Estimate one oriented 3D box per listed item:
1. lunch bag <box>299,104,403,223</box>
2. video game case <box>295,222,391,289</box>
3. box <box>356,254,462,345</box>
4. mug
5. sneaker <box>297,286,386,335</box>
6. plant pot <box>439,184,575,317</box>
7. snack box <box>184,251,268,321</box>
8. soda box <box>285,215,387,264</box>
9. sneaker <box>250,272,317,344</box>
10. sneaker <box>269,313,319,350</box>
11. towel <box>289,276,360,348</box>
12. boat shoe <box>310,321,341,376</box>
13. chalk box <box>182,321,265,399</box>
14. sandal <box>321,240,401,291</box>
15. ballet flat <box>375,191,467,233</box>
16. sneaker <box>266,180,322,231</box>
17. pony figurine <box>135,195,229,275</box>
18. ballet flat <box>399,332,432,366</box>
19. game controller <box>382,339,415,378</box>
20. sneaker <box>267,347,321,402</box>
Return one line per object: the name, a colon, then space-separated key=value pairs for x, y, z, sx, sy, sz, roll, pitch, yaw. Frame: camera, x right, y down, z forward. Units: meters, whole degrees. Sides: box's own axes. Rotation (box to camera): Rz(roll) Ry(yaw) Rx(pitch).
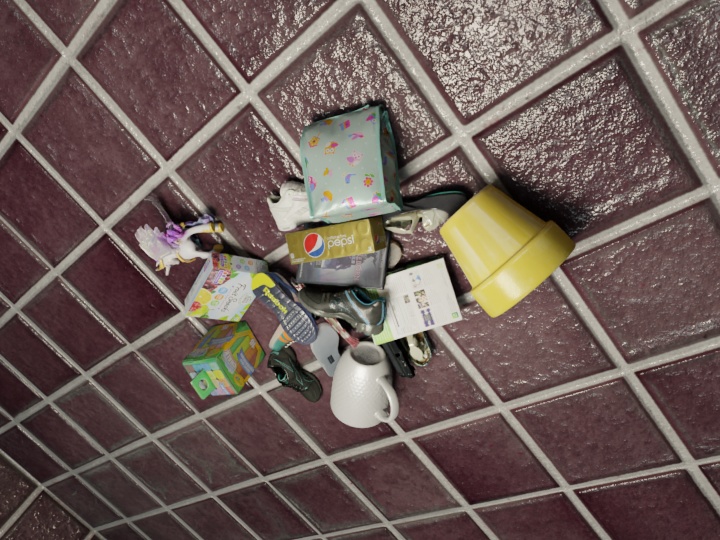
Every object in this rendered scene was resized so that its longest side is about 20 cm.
lunch bag: x=-0.019 y=-0.202 z=1.116 sx=0.170 sy=0.122 sz=0.201 roll=-10 pitch=82 yaw=22
video game case: x=-0.037 y=-0.037 z=1.258 sx=0.199 sy=0.019 sz=0.143 roll=4 pitch=80 yaw=21
box: x=0.102 y=0.064 z=1.259 sx=0.199 sy=0.036 sz=0.145 roll=-17 pitch=102 yaw=7
mug: x=0.022 y=0.279 z=1.414 sx=0.200 sy=0.147 sz=0.176 roll=40 pitch=135 yaw=39
sneaker: x=-0.036 y=0.063 z=1.235 sx=0.199 sy=0.073 sz=0.082 roll=18 pitch=113 yaw=13
plant pot: x=0.256 y=-0.048 z=1.090 sx=0.189 sy=0.201 sz=0.201 roll=48 pitch=129 yaw=7
snack box: x=-0.326 y=0.044 z=1.430 sx=0.142 sy=0.053 sz=0.200 roll=9 pitch=138 yaw=-32
soda box: x=-0.050 y=-0.061 z=1.198 sx=0.199 sy=0.064 sz=0.068 roll=-8 pitch=97 yaw=28
sneaker: x=-0.162 y=0.080 z=1.354 sx=0.074 sy=0.082 sz=0.200 roll=-40 pitch=86 yaw=19
sneaker: x=-0.165 y=0.151 z=1.467 sx=0.080 sy=0.071 sz=0.200 roll=32 pitch=133 yaw=-4
towel: x=-0.085 y=0.094 z=1.372 sx=0.023 sy=0.144 sz=0.200 roll=-44 pitch=103 yaw=-6
boat shoe: x=-0.092 y=0.175 z=1.445 sx=0.086 sy=0.074 sz=0.202 roll=48 pitch=166 yaw=37
chalk box: x=-0.364 y=0.244 z=1.532 sx=0.123 sy=0.200 sz=0.125 roll=-10 pitch=119 yaw=28
sandal: x=0.004 y=0.004 z=1.304 sx=0.212 sy=0.070 sz=0.078 roll=-38 pitch=104 yaw=14
ballet flat: x=0.116 y=-0.107 z=1.168 sx=0.199 sy=0.073 sz=0.073 roll=-5 pitch=121 yaw=27
sneaker: x=-0.114 y=-0.147 z=1.235 sx=0.199 sy=0.075 sz=0.100 roll=-16 pitch=115 yaw=30
pony figurine: x=-0.425 y=-0.073 z=1.384 sx=0.199 sy=0.167 sz=0.193 roll=-10 pitch=131 yaw=9
ballet flat: x=0.112 y=0.138 z=1.344 sx=0.074 sy=0.074 sz=0.200 roll=-19 pitch=116 yaw=32
game controller: x=0.067 y=0.162 z=1.371 sx=0.042 sy=0.104 sz=0.200 roll=-29 pitch=112 yaw=-2
sneaker: x=-0.181 y=0.289 z=1.568 sx=0.075 sy=0.079 sz=0.200 roll=-24 pitch=113 yaw=34
